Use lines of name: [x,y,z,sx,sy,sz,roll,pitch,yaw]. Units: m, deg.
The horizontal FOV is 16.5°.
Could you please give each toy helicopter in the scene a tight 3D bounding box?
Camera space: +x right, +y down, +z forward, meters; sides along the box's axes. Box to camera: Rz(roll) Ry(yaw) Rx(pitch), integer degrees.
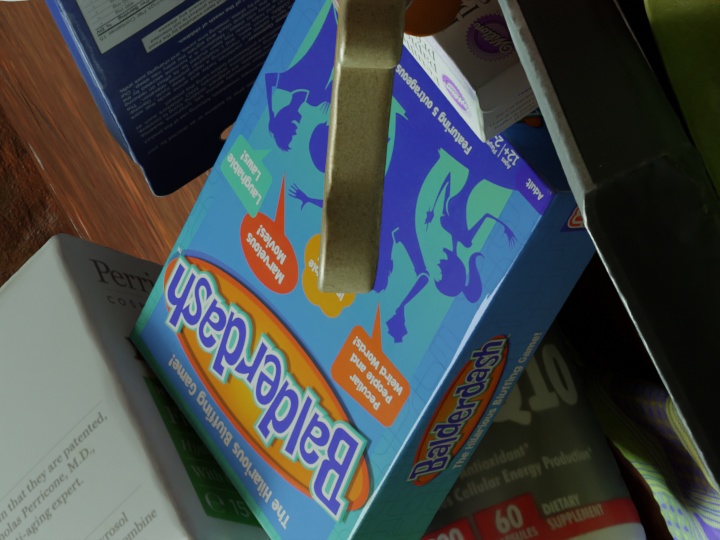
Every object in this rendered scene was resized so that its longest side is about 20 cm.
toy helicopter: [0.001,-0.087,0.779,0.133,0.078,0.201,-93,7,-59]

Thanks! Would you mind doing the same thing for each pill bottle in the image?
pill bottle: [0.030,0.045,1.024,0.114,0.113,0.201,90,159,-75]

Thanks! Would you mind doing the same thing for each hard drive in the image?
hard drive: [0.088,-0.003,0.685,0.140,0.033,0.200,62,-173,-21]

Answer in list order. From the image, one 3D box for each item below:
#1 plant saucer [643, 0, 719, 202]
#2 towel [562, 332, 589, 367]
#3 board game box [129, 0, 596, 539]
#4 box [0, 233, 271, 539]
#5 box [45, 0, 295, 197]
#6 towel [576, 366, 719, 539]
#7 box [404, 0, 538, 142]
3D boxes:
plant saucer: [0.128,-0.005,0.592,0.201,0.031,0.200,62,178,4]
towel: [0.088,0.065,1.183,0.086,0.018,0.200,54,171,26]
board game box: [0.000,0.000,0.935,0.152,0.045,0.201,50,126,34]
box: [-0.098,0.126,1.098,0.199,0.200,0.172,19,-147,-49]
box: [-0.068,-0.121,1.025,0.032,0.121,0.200,50,169,33]
towel: [0.149,0.107,0.978,0.144,0.023,0.200,58,171,-15]
box: [0.001,-0.133,0.870,0.200,0.041,0.039,54,171,24]
